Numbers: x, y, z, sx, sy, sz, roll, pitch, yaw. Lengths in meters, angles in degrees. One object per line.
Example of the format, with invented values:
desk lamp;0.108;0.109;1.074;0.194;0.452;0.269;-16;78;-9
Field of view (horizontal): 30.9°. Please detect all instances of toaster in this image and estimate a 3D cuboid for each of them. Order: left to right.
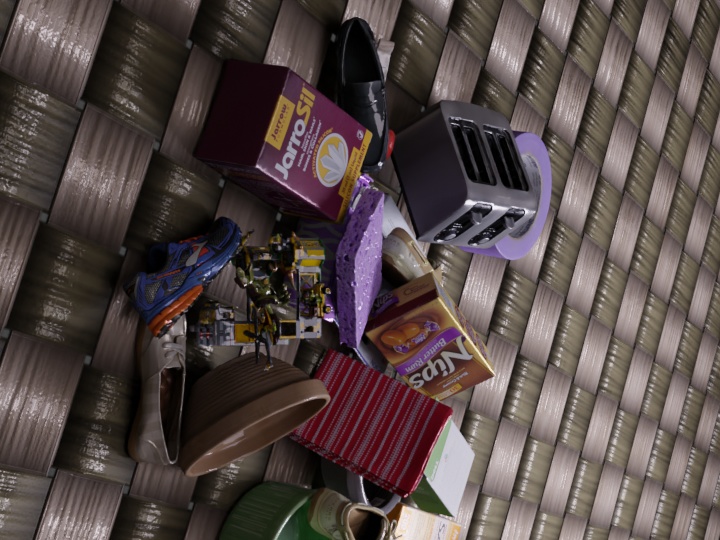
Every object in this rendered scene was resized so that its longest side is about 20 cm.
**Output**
toaster;0.142;-0.141;1.864;0.180;0.118;0.202;6;61;-49

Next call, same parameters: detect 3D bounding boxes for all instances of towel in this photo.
towel;0.011;0.204;1.765;0.145;0.199;0.023;-59;166;-25

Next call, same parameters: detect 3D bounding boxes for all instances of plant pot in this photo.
plant pot;-0.144;0.163;1.582;0.200;0.201;0.093;-11;67;-53

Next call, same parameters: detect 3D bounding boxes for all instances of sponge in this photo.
sponge;0.000;0.000;1.688;0.201;0.030;0.112;89;20;-53

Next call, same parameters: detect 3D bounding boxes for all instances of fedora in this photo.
fedora;0.007;0.254;1.857;0.177;0.090;0.201;59;45;-46

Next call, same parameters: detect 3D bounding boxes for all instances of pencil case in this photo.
pencil case;-0.043;-0.037;1.711;0.084;0.085;0.202;22;82;-56

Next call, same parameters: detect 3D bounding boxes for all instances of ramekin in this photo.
ramekin;-0.103;0.378;1.730;0.199;0.097;0.202;-20;115;-51

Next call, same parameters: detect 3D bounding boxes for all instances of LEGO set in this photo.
LEGO set;-0.130;0.028;1.528;0.115;0.199;0.156;1;94;-30

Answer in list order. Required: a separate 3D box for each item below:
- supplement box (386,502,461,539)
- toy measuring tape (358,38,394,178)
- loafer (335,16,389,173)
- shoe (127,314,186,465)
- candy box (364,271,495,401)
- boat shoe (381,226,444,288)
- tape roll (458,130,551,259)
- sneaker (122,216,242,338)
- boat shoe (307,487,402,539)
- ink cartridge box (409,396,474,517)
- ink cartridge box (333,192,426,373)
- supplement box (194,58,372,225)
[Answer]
supplement box;0.068;0.426;2.009;0.200;0.073;0.127;30;75;-54
toy measuring tape;0.020;-0.214;1.757;0.073;0.073;0.202;12;92;-55
loafer;0.000;-0.228;1.692;0.070;0.067;0.203;94;-10;-85
shoe;-0.226;0.129;1.523;0.070;0.053;0.202;1;98;-55
candy box;0.097;0.101;1.833;0.200;0.116;0.057;50;19;-43
boat shoe;0.086;0.012;1.847;0.067;0.074;0.200;-59;142;-16
tape roll;0.220;-0.122;2.064;0.199;0.084;0.202;-22;118;-50
sneaker;-0.202;-0.010;1.502;0.078;0.075;0.200;43;38;-6
boat shoe;0.002;0.346;1.728;0.200;0.062;0.074;39;67;-52
ink cartridge box;0.098;0.265;1.866;0.105;0.059;0.200;-69;151;-25
ink cartridge box;0.020;0.025;1.856;0.201;0.040;0.200;-60;142;-25
supplement box;-0.090;-0.155;1.595;0.200;0.103;0.132;30;76;-53
